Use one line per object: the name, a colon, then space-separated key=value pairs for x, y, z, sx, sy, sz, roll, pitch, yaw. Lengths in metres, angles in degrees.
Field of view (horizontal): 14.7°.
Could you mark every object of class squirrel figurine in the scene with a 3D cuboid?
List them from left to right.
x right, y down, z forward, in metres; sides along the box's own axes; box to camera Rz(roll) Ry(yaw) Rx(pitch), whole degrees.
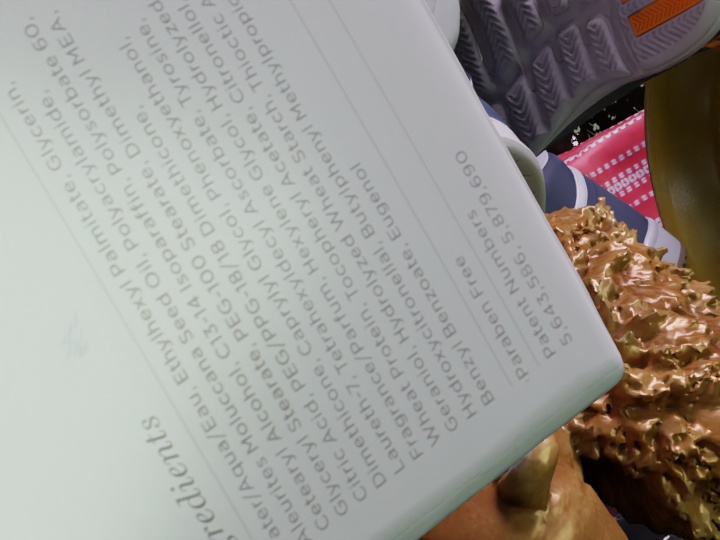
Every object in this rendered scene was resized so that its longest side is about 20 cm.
squirrel figurine: x=0.047 y=0.057 z=0.840 sx=0.200 sy=0.187 sz=0.142 roll=-31 pitch=107 yaw=-12

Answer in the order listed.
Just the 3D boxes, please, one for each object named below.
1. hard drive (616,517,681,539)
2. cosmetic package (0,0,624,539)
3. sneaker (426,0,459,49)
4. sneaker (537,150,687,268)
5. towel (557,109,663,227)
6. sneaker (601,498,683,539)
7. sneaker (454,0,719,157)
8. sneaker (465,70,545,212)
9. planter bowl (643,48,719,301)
hard drive: x=0.079 y=0.199 z=0.973 sx=0.139 sy=0.033 sz=0.200 roll=-30 pitch=118 yaw=-15
cosmetic package: x=-0.083 y=0.017 z=0.672 sx=0.200 sy=0.165 sz=0.165 roll=-34 pitch=97 yaw=-36
sneaker: x=-0.063 y=-0.109 z=0.941 sx=0.200 sy=0.095 sz=0.079 roll=28 pitch=47 yaw=2
sneaker: x=0.043 y=0.031 z=1.077 sx=0.108 sy=0.070 sz=0.200 roll=41 pitch=55 yaw=-13
towel: x=0.184 y=0.010 z=1.156 sx=0.200 sy=0.145 sz=0.022 roll=63 pitch=5 yaw=5
sneaker: x=0.130 y=0.096 z=1.023 sx=0.076 sy=0.200 sz=0.116 roll=53 pitch=19 yaw=2
sneaker: x=0.099 y=-0.088 z=1.033 sx=0.112 sy=0.200 sz=0.078 roll=-15 pitch=87 yaw=-41
sneaker: x=0.002 y=-0.001 z=1.011 sx=0.077 sy=0.202 sz=0.146 roll=-3 pitch=36 yaw=-25
planter bowl: x=0.208 y=-0.045 z=1.083 sx=0.083 sy=0.200 sz=0.201 roll=-21 pitch=88 yaw=-35
